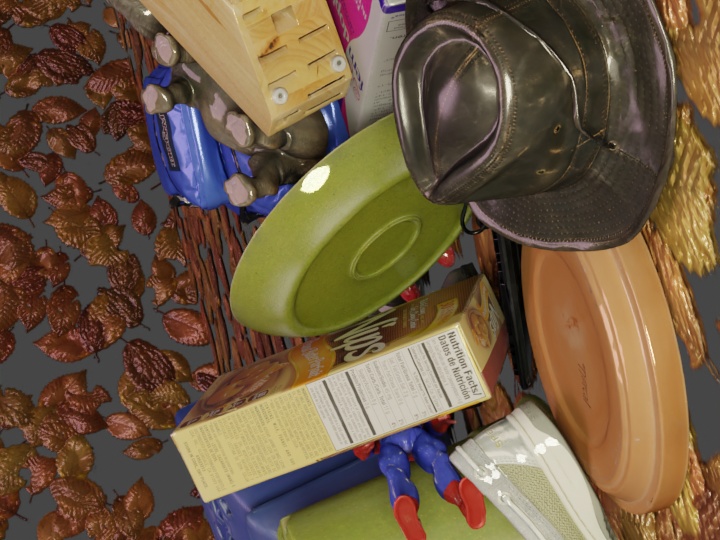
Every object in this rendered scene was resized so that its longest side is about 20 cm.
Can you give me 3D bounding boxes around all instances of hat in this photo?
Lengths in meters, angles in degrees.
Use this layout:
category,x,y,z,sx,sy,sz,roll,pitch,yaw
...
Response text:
category,x,y,z,sx,sy,sz,roll,pitch,yaw
hat,0.066,-0.081,0.963,0.201,0.081,0.201,31,138,33

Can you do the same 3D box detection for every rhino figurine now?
category,x,y,z,sx,sy,sz,roll,pitch,yaw
rhino figurine,-0.096,-0.125,1.207,0.200,0.087,0.060,49,126,20

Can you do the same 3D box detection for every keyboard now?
category,x,y,z,sx,sy,sz,roll,pitch,yaw
keyboard,0.078,-0.023,1.170,0.200,0.040,0.104,78,-168,-47

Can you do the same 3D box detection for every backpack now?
category,x,y,z,sx,sy,sz,roll,pitch,yaw
backpack,-0.055,-0.103,1.338,0.200,0.168,0.163,-167,58,-71

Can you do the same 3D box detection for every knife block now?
category,x,y,z,sx,sy,sz,roll,pitch,yaw
knife block,-0.104,-0.186,1.171,0.176,0.064,0.200,8,123,55

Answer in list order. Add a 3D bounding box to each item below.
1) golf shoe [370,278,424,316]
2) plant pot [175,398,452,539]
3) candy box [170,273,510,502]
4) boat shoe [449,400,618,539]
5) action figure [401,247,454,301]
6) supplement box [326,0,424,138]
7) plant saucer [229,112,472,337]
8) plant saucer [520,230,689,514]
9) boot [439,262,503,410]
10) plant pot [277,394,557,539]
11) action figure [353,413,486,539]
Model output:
category,x,y,z,sx,sy,sz,roll,pitch,yaw
golf shoe,0.000,-0.018,1.601,0.200,0.077,0.088,-115,7,-54
plant pot,-0.013,0.192,1.561,0.180,0.200,0.200,52,162,54
candy box,-0.009,0.073,1.223,0.055,0.200,0.115,65,-163,-10
boat shoe,0.121,0.174,1.136,0.202,0.065,0.074,63,175,-19
action figure,0.000,0.000,1.352,0.052,0.065,0.200,57,-154,18
supplement box,0.037,-0.164,1.140,0.200,0.103,0.101,101,152,-70
plant saucer,0.008,-0.023,1.201,0.031,0.200,0.200,48,158,22
plant saucer,0.131,0.040,1.087,0.200,0.032,0.200,166,90,-80
boot,0.028,0.070,1.393,0.200,0.131,0.068,98,156,-63
plant pot,0.050,0.203,1.285,0.200,0.190,0.200,166,90,-80
action figure,0.030,0.112,1.229,0.200,0.065,0.052,-127,18,-73
